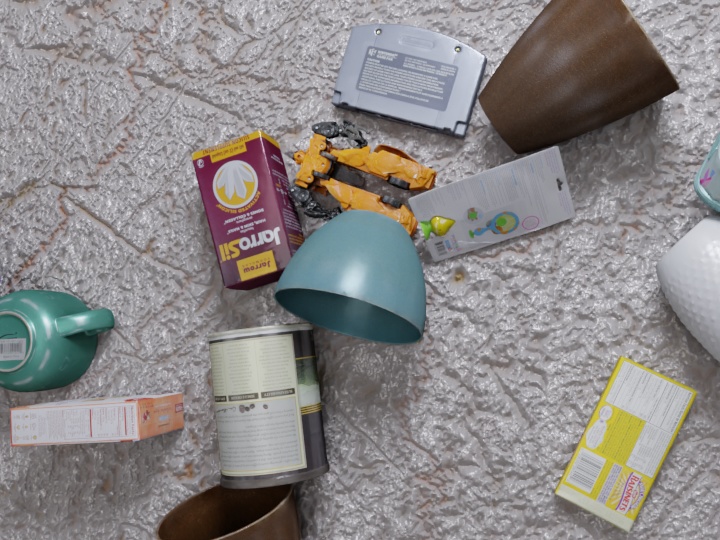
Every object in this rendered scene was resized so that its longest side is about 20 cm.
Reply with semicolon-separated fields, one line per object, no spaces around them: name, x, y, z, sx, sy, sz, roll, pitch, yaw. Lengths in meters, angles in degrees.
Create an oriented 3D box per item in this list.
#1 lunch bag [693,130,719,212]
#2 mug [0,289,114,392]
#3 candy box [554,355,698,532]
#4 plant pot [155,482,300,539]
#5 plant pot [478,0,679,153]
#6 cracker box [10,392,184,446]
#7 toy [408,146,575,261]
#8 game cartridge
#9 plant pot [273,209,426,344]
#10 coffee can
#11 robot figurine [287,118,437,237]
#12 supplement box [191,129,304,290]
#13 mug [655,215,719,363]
lunch bag;0.492;-0.129;0.882;0.160;0.077;0.200;31;55;16
mug;-0.481;0.093;1.117;0.152;0.114;0.185;41;96;13
candy box;0.339;0.221;0.961;0.102;0.026;0.201;26;93;11
plant pot;-0.151;0.405;1.001;0.186;0.187;0.201;-15;98;12
plant pot;0.257;-0.242;0.940;0.200;0.187;0.187;-36;79;23
cracker box;-0.373;0.212;1.074;0.199;0.134;0.058;-5;84;12
toy;0.173;-0.093;0.997;0.199;0.115;0.047;-21;37;9
game cartridge;0.070;-0.273;1.053;0.199;0.042;0.134;17;86;14
plant pot;0.000;0.000;0.982;0.199;0.200;0.135;11;72;14
coffee can;-0.125;0.178;1.010;0.146;0.146;0.201;-8;85;13
robot figurine;-0.003;-0.125;1.048;0.199;0.058;0.145;23;91;13
supplement box;-0.154;-0.082;1.066;0.110;0.086;0.201;-17;83;11
mug;0.468;0.012;0.896;0.200;0.148;0.175;-35;71;-20
